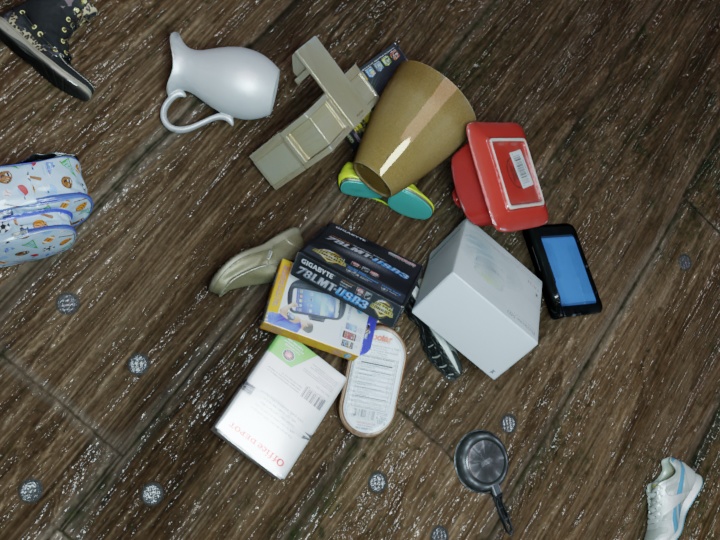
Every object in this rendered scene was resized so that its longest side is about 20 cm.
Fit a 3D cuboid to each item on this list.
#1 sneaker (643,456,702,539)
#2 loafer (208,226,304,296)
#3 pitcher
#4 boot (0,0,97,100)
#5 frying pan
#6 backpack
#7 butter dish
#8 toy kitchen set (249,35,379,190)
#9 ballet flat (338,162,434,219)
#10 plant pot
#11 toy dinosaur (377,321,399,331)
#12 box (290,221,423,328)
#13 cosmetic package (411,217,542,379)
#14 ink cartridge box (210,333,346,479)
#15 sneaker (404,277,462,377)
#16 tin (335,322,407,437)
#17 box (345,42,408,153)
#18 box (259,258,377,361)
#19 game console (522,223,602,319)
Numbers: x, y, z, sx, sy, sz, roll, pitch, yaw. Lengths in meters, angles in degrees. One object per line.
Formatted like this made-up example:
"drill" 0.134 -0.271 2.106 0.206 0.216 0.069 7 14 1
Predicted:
"sneaker" 0.598 0.467 1.504 0.080 0.077 0.201 37 64 1
"loafer" -0.175 -0.006 1.338 0.198 0.076 0.068 -33 83 -22
"pitcher" -0.254 -0.319 1.368 0.196 0.121 0.175 12 96 -5
"boot" -0.510 -0.405 1.315 0.199 0.073 0.152 37 70 -2
"frying pan" 0.231 0.395 1.417 0.112 0.031 0.194 2 75 -17
"backpack" -0.517 -0.101 1.190 0.188 0.199 0.157 -26 92 -28
"butter dish" 0.234 -0.157 1.409 0.197 0.146 0.204 -11 82 -46
"toy kitchen set" -0.105 -0.296 1.384 0.164 0.179 0.201 51 45 -14
"ballet flat" 0.052 -0.161 1.458 0.196 0.067 0.068 17 51 -13
"plant pot" 0.079 -0.239 1.381 0.186 0.186 0.201 41 78 -6
"toy dinosaur" 0.012 0.096 1.389 0.101 0.058 0.201 -38 92 -20
"box" 0.000 0.000 1.318 0.197 0.199 0.050 27 115 6
"cosmetic package" 0.218 0.047 1.383 0.198 0.123 0.201 38 35 -9
"ink cartridge box" -0.139 0.228 1.295 0.145 0.084 0.201 38 69 -7
"sneaker" 0.147 0.104 1.426 0.078 0.074 0.203 -23 86 -26
"tin" 0.021 0.196 1.356 0.110 0.042 0.205 12 89 -14
"box" 0.040 -0.325 1.492 0.199 0.049 0.162 -39 96 -22
"box" -0.062 0.071 1.299 0.196 0.042 0.121 19 65 -11
"game console" 0.400 -0.019 1.496 0.114 0.176 0.204 -17 68 6
